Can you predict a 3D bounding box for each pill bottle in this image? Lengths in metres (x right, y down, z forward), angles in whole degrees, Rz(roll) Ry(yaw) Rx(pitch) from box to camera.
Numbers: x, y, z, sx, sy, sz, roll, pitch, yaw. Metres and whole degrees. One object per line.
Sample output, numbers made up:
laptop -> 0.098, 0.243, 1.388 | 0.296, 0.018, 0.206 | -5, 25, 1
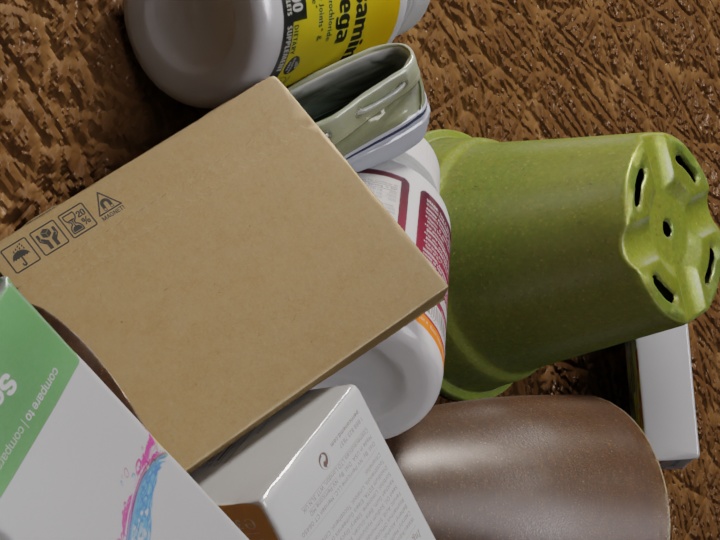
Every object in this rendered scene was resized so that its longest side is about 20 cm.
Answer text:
pill bottle -> 0.000, 0.000, 1.134 | 0.110, 0.110, 0.200 | 52, 27, -31
pill bottle -> -0.043, -0.171, 1.147 | 0.200, 0.112, 0.112 | -25, 101, -52

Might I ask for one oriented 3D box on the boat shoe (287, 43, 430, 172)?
boat shoe -> -0.049, -0.077, 1.099 | 0.200, 0.072, 0.062 | -29, 136, -21

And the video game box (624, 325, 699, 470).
video game box -> 0.227, 0.051, 1.427 | 0.182, 0.047, 0.200 | 46, 40, -78

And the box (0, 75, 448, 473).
box -> -0.077, 0.003, 1.009 | 0.200, 0.021, 0.164 | -34, 77, -23

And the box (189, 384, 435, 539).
box -> -0.042, 0.180, 1.032 | 0.106, 0.152, 0.200 | -48, 119, -46

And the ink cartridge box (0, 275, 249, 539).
ink cartridge box -> -0.145, 0.106, 0.748 | 0.200, 0.145, 0.088 | 51, 46, -33

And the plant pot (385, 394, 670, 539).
plant pot -> 0.059, 0.159, 1.167 | 0.200, 0.187, 0.187 | 11, 73, -35

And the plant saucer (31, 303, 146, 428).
plant saucer -> -0.141, 0.114, 0.905 | 0.037, 0.200, 0.200 | -26, 103, -28

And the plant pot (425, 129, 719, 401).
plant pot -> 0.140, -0.017, 1.287 | 0.200, 0.184, 0.200 | 16, 69, -49
